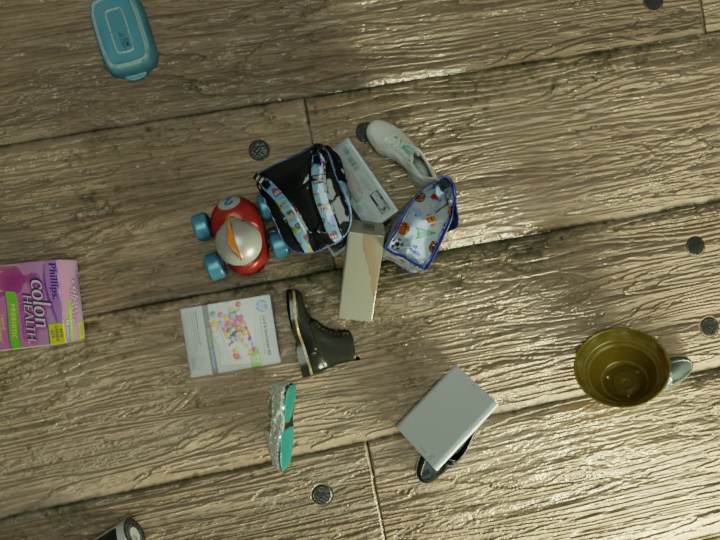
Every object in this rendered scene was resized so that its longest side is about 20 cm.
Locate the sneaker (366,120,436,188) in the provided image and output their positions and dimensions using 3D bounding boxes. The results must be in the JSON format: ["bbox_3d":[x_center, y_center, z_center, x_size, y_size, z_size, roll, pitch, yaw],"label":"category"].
[{"bbox_3d":[0.099,-0.270,1.252,0.200,0.088,0.075,41,88,-3],"label":"sneaker"}]

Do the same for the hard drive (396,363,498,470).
[{"bbox_3d":[0.194,0.329,1.260,0.200,0.026,0.132,-45,59,-4],"label":"hard drive"}]

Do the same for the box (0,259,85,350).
[{"bbox_3d":[-0.711,0.074,1.179,0.199,0.097,0.177,-6,90,-5],"label":"box"}]

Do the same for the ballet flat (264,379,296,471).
[{"bbox_3d":[-0.183,0.341,1.248,0.071,0.072,0.201,6,87,-5],"label":"ballet flat"}]

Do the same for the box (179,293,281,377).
[{"bbox_3d":[-0.288,0.144,1.243,0.199,0.041,0.156,-9,91,-6],"label":"box"}]

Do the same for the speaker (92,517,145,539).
[{"bbox_3d":[-0.572,0.624,1.199,0.200,0.081,0.081,-31,92,-4],"label":"speaker"}]

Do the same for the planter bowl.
[{"bbox_3d":[0.600,0.238,1.276,0.200,0.200,0.084,-40,133,-4],"label":"planter bowl"}]

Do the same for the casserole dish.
[{"bbox_3d":[-0.524,-0.521,1.224,0.121,0.039,0.201,-17,92,-4],"label":"casserole dish"}]

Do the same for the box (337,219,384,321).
[{"bbox_3d":[0.000,0.000,1.207,0.077,0.095,0.201,7,113,-3],"label":"box"}]

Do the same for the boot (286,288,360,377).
[{"bbox_3d":[-0.086,0.126,1.250,0.138,0.077,0.201,-13,104,-9],"label":"boot"}]

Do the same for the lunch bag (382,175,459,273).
[{"bbox_3d":[0.136,-0.101,1.214,0.124,0.170,0.200,27,85,-3],"label":"lunch bag"}]

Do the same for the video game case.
[{"bbox_3d":[-0.042,-0.161,1.241,0.182,0.023,0.200,-35,88,12],"label":"video game case"}]

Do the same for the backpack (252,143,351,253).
[{"bbox_3d":[-0.101,-0.142,1.174,0.182,0.135,0.201,-24,90,13],"label":"backpack"}]

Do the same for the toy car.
[{"bbox_3d":[-0.258,-0.077,1.165,0.184,0.200,0.177,-18,91,-5],"label":"toy car"}]

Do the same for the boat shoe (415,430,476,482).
[{"bbox_3d":[0.201,0.409,1.271,0.199,0.066,0.075,-45,95,-3],"label":"boat shoe"}]

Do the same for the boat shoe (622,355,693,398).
[{"bbox_3d":[0.707,0.261,1.316,0.199,0.062,0.073,-22,92,-4],"label":"boat shoe"}]
